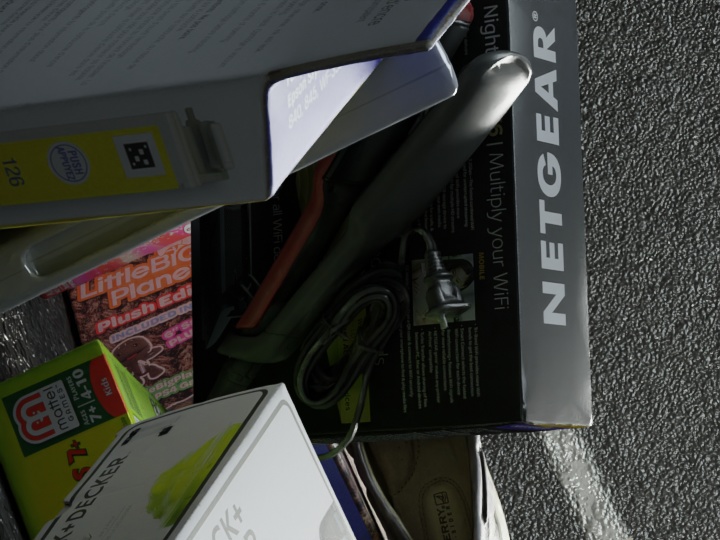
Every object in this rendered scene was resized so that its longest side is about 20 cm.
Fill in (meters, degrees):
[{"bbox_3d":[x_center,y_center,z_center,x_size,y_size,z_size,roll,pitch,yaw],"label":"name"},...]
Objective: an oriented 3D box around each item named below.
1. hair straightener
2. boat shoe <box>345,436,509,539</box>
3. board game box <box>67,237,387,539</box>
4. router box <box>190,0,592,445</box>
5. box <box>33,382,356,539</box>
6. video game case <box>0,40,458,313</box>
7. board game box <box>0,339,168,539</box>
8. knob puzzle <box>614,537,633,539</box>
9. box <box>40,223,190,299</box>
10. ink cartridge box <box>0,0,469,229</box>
[{"bbox_3d":[0.000,0.000,0.802,0.077,0.200,0.041,45,19,31],"label":"hair straightener"},{"bbox_3d":[0.020,0.060,1.033,0.065,0.072,0.200,87,-15,-76],"label":"boat shoe"},{"bbox_3d":[-0.060,0.085,1.082,0.200,0.097,0.160,-114,-179,-53],"label":"board game box"},{"bbox_3d":[0.008,-0.034,0.860,0.052,0.157,0.200,7,79,-53],"label":"router box"},{"bbox_3d":[-0.026,0.149,0.654,0.200,0.060,0.117,66,25,-15],"label":"box"},{"bbox_3d":[-0.067,-0.043,0.727,0.200,0.182,0.022,-116,-179,-76],"label":"video game case"},{"bbox_3d":[-0.077,0.101,0.815,0.200,0.048,0.102,67,0,-74],"label":"board game box"},{"bbox_3d":[0.032,0.165,0.983,0.030,0.220,0.220,61,-2,23],"label":"knob puzzle"},{"bbox_3d":[-0.131,-0.077,0.897,0.200,0.095,0.100,66,0,-70],"label":"box"},{"bbox_3d":[-0.031,-0.078,0.647,0.198,0.200,0.047,-53,134,-51],"label":"ink cartridge box"}]
